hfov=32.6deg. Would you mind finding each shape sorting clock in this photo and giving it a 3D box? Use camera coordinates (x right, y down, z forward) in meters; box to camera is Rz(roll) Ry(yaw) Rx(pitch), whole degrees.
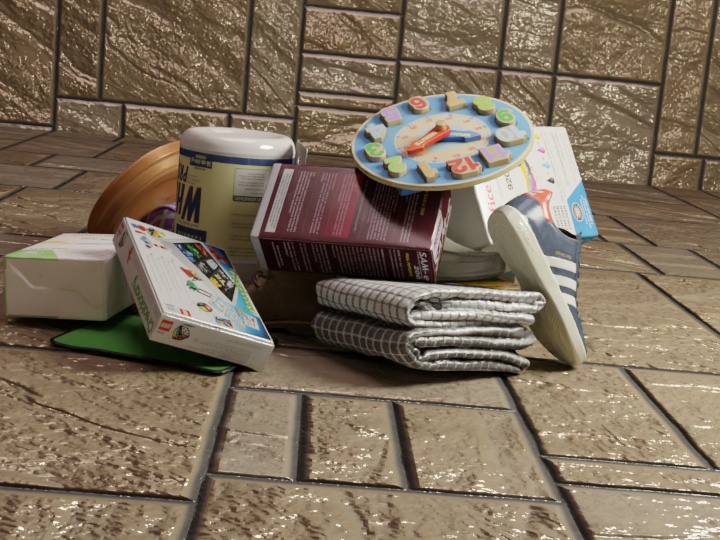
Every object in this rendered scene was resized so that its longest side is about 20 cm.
[{"bbox_3d":[0.088,-0.143,1.327,0.197,0.040,0.201,-4,39,3],"label":"shape sorting clock"}]

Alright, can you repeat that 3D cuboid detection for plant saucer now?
[{"bbox_3d":[-0.293,-0.100,1.729,0.032,0.201,0.200,48,26,15],"label":"plant saucer"}]

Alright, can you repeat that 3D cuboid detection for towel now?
[{"bbox_3d":[0.071,0.056,1.295,0.198,0.087,0.165,3,2,-37],"label":"towel"}]

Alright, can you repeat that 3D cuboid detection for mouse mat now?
[{"bbox_3d":[-0.200,0.073,1.275,0.198,0.008,0.161,7,10,16],"label":"mouse mat"}]

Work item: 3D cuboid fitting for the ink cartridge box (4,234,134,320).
[{"bbox_3d":[-0.304,0.001,1.379,0.116,0.068,0.200,2,10,8],"label":"ink cartridge box"}]

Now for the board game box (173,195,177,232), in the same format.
[{"bbox_3d":[-0.173,-0.054,1.658,0.032,0.122,0.199,13,13,36],"label":"board game box"}]

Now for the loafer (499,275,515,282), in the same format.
[{"bbox_3d":[0.149,-0.003,1.724,0.071,0.074,0.200,11,12,-27],"label":"loafer"}]

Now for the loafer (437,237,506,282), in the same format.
[{"bbox_3d":[0.064,-0.024,1.362,0.198,0.071,0.070,5,1,17],"label":"loafer"}]

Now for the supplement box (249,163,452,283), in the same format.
[{"bbox_3d":[-0.008,-0.052,1.324,0.197,0.061,0.110,5,53,15],"label":"supplement box"}]

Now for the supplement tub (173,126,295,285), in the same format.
[{"bbox_3d":[-0.158,-0.070,1.524,0.143,0.203,0.145,5,10,-1],"label":"supplement tub"}]

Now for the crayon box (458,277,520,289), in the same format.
[{"bbox_3d":[0.103,0.026,1.561,0.124,0.052,0.199,0,11,-29],"label":"crayon box"}]

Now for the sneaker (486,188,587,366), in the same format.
[{"bbox_3d":[0.213,0.005,1.322,0.084,0.202,0.075,-35,23,-24],"label":"sneaker"}]

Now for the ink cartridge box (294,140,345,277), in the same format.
[{"bbox_3d":[-0.049,-0.048,1.463,0.066,0.203,0.117,4,11,-9],"label":"ink cartridge box"}]

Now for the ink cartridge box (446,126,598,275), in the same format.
[{"bbox_3d":[0.154,-0.080,1.477,0.198,0.149,0.144,-5,-15,-41],"label":"ink cartridge box"}]

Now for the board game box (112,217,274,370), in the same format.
[{"bbox_3d":[-0.173,0.021,1.253,0.125,0.035,0.200,19,20,-30],"label":"board game box"}]

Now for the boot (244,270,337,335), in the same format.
[{"bbox_3d":[-0.116,0.028,1.374,0.197,0.076,0.074,2,13,-14],"label":"boot"}]

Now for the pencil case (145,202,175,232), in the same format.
[{"bbox_3d":[-0.228,-0.062,1.789,0.085,0.085,0.199,-33,-12,28],"label":"pencil case"}]
